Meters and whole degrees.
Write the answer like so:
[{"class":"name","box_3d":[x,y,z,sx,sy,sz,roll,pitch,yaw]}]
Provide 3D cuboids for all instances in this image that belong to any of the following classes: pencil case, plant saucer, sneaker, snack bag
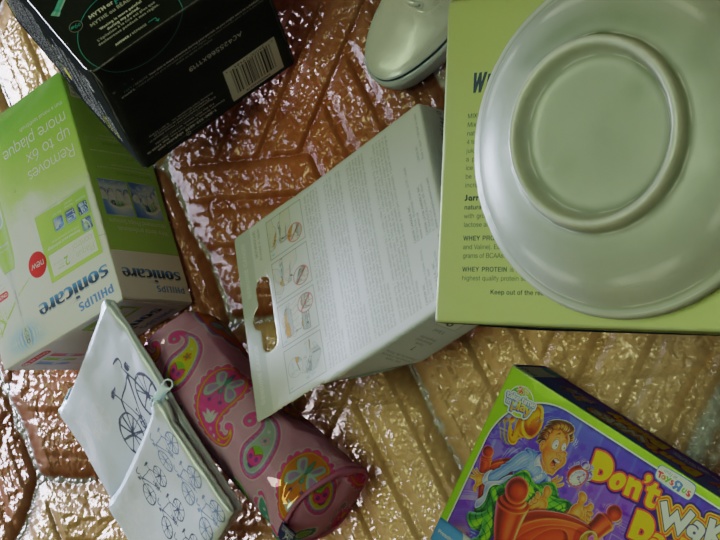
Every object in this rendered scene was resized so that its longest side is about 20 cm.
[{"class":"pencil case","box_3d":[-0.082,0.118,1.173,0.200,0.087,0.088,44,111,29]},{"class":"plant saucer","box_3d":[0.139,-0.074,0.880,0.200,0.050,0.201,-3,85,36]},{"class":"sneaker","box_3d":[0.054,-0.218,1.108,0.073,0.071,0.200,43,110,31]},{"class":"snack bag","box_3d":[-0.167,0.141,1.210,0.200,0.021,0.189,57,146,18]}]

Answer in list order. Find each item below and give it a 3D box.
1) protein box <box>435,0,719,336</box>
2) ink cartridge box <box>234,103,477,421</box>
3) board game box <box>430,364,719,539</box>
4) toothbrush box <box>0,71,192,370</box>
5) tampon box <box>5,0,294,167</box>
[{"class":"protein box","box_3d":[0.166,-0.063,0.974,0.198,0.135,0.201,0,87,37]},{"class":"ink cartridge box","box_3d":[0.000,0.000,1.123,0.200,0.057,0.163,-37,49,37]},{"class":"board game box","box_3d":[0.155,0.166,1.019,0.200,0.045,0.135,32,105,34]},{"class":"toothbrush box","box_3d":[-0.238,-0.037,1.298,0.145,0.086,0.201,-28,72,31]},{"class":"tampon box","box_3d":[-0.174,-0.211,1.206,0.150,0.126,0.200,-36,60,-10]}]
